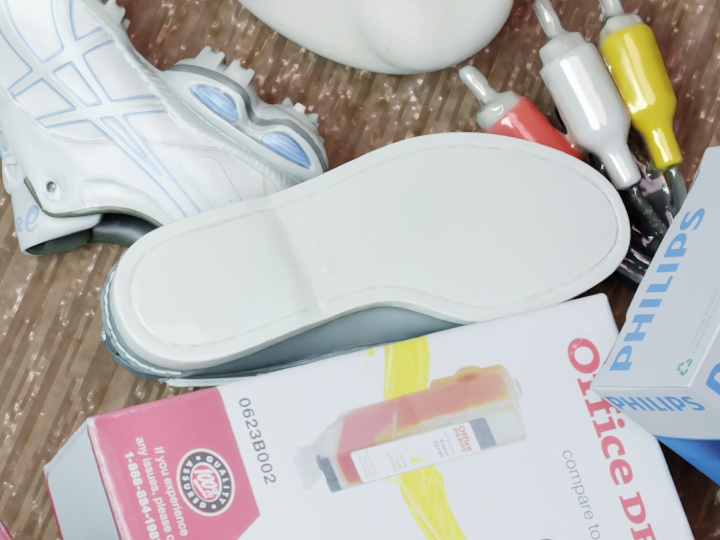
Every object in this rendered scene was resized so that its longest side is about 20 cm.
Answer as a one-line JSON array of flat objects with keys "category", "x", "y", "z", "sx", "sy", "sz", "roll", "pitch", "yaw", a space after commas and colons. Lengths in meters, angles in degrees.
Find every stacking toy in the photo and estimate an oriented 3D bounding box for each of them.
[{"category": "stacking toy", "x": 0.031, "y": -0.186, "z": 1.054, "sx": 0.146, "sy": 0.146, "sz": 0.200, "roll": 32, "pitch": 58, "yaw": 4}]

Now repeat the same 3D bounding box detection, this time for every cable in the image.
[{"category": "cable", "x": 0.110, "y": -0.010, "z": 1.035, "sx": 0.097, "sy": 0.050, "sz": 0.200, "roll": -34, "pitch": 79, "yaw": -10}]

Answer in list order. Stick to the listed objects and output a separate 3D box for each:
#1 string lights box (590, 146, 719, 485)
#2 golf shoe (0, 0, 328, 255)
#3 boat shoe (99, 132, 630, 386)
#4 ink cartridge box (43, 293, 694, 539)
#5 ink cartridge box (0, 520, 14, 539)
[{"category": "string lights box", "x": 0.185, "y": 0.050, "z": 0.975, "sx": 0.200, "sy": 0.059, "sz": 0.103, "roll": 36, "pitch": 71, "yaw": -26}, {"category": "golf shoe", "x": -0.114, "y": -0.058, "z": 1.017, "sx": 0.200, "sy": 0.078, "sz": 0.097, "roll": 31, "pitch": 79, "yaw": 5}, {"category": "boat shoe", "x": 0.000, "y": 0.000, "z": 0.996, "sx": 0.200, "sy": 0.062, "sz": 0.073, "roll": -12, "pitch": 75, "yaw": -21}, {"category": "ink cartridge box", "x": 0.010, "y": 0.103, "z": 0.954, "sx": 0.200, "sy": 0.083, "sz": 0.145, "roll": -13, "pitch": 76, "yaw": -22}, {"category": "ink cartridge box", "x": -0.117, "y": 0.174, "z": 0.879, "sx": 0.083, "sy": 0.200, "sz": 0.146, "roll": -32, "pitch": 79, "yaw": -17}]
